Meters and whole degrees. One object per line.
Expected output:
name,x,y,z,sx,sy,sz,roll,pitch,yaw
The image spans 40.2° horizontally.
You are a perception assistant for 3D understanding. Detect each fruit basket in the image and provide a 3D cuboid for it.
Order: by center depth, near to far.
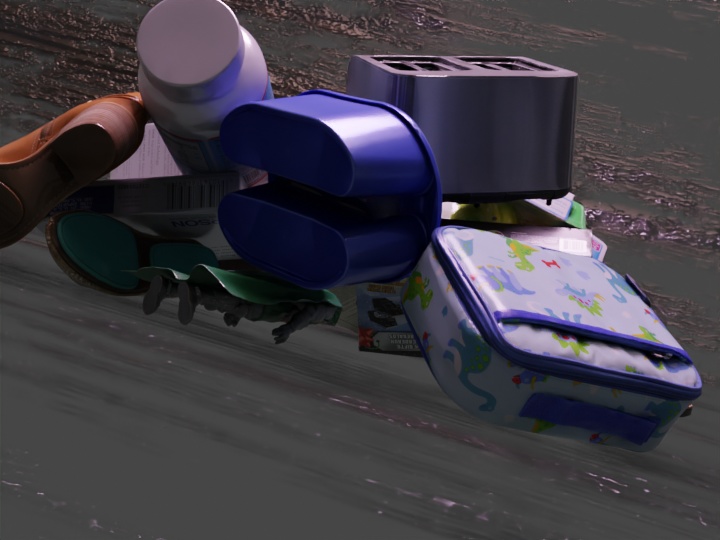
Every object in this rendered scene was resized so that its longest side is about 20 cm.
fruit basket,0.150,-0.020,0.983,0.184,0.094,0.200,28,37,7

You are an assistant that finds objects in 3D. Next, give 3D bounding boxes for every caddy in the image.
caddy,-0.024,-0.065,0.774,0.105,0.142,0.199,-14,26,-42

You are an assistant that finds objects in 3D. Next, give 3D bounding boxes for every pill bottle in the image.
pill bottle,-0.129,-0.149,0.851,0.108,0.109,0.200,15,-16,6

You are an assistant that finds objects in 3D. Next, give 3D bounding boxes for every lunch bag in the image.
lunch bag,0.139,0.050,0.713,0.199,0.083,0.161,14,31,-26

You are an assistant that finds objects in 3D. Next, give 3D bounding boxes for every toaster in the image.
toaster,0.086,-0.128,0.894,0.179,0.120,0.200,-3,19,-14

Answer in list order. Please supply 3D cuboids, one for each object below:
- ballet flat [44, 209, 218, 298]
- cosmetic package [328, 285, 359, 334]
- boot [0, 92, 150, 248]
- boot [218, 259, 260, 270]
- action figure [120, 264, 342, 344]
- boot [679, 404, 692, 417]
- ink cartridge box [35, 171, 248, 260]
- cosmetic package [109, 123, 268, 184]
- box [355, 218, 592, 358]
ballet flat,-0.206,-0.004,0.851,0.065,0.071,0.200,-15,-18,29
cosmetic package,0.000,0.000,0.999,0.103,0.074,0.200,-27,-23,14
boot,-0.269,-0.093,0.833,0.077,0.199,0.155,57,12,-17
boot,-0.141,0.007,1.049,0.145,0.071,0.200,8,0,-1
action figure,-0.080,0.026,0.798,0.118,0.055,0.199,13,3,39
boot,0.300,0.081,1.115,0.199,0.139,0.077,15,1,-17
ink cartridge box,-0.191,-0.036,0.957,0.198,0.041,0.200,-3,-16,5
cosmetic package,-0.149,-0.107,1.029,0.198,0.082,0.113,-5,-12,19
box,0.095,0.020,0.859,0.198,0.138,0.040,5,41,9
